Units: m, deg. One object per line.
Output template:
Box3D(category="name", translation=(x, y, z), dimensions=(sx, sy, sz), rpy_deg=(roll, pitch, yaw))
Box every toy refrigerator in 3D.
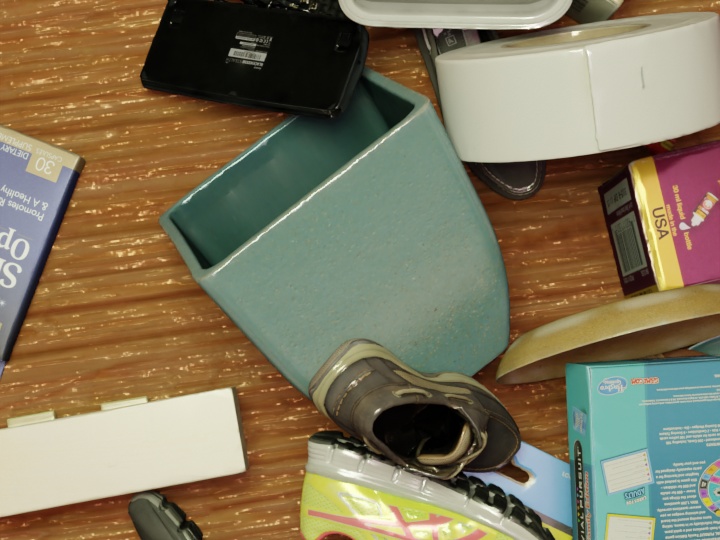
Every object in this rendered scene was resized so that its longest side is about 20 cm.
Box3D(category="toy refrigerator", translation=(-0.187, 0.132, 1.204), dimensions=(0.197, 0.076, 0.071), rpy_deg=(-11, 87, -2))

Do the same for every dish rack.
Box3D(category="dish rack", translation=(0.075, -0.265, 1.162), dimensions=(0.169, 0.044, 0.202), rpy_deg=(3, 58, 13))

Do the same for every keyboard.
Box3D(category="keyboard", translation=(-0.071, -0.166, 1.207), dimensions=(0.198, 0.040, 0.105), rpy_deg=(14, 79, 34))

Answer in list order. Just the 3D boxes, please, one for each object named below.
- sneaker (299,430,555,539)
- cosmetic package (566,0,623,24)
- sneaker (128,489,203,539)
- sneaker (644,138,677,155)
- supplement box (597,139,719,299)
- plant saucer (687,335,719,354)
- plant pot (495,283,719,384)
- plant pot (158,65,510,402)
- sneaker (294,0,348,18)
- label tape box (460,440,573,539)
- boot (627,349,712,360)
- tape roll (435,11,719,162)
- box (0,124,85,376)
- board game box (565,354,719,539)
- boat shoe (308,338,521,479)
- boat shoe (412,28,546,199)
Box3D(category="sneaker", translation=(0.046, 0.187, 1.152), dimensions=(0.198, 0.078, 0.091), rpy_deg=(20, 94, 6))
Box3D(category="cosmetic package", translation=(0.211, -0.293, 1.229), dimensions=(0.073, 0.104, 0.201), rpy_deg=(32, 87, 0))
Box3D(category="sneaker", translation=(-0.126, 0.259, 1.199), dimensions=(0.079, 0.075, 0.201), rpy_deg=(-31, 88, -1))
Box3D(category="sneaker", translation=(0.238, -0.131, 1.241), dimensions=(0.197, 0.077, 0.086), rpy_deg=(-11, 92, 8))
Box3D(category="supplement box", translation=(0.293, -0.047, 1.202), dimensions=(0.197, 0.131, 0.105), rpy_deg=(-13, 85, -4))
Box3D(category="plant saucer", translation=(0.301, 0.148, 1.243), dimensions=(0.197, 0.027, 0.203), rpy_deg=(0, 86, -1))
Box3D(category="plant pot", translation=(0.191, 0.044, 1.161), dimensions=(0.197, 0.200, 0.028), rpy_deg=(-13, 80, -3))
Box3D(category="plant pot", translation=(0.000, 0.000, 1.163), dimensions=(0.196, 0.196, 0.201), rpy_deg=(-37, 110, -4))
Box3D(category="sneaker", translation=(0.021, -0.268, 1.248), dimensions=(0.198, 0.070, 0.091), rpy_deg=(-27, 59, 5))
Box3D(category="label tape box", translation=(0.072, 0.217, 1.213), dimensions=(0.143, 0.063, 0.202), rpy_deg=(25, 85, 1))
Box3D(category="boot", translation=(0.253, 0.160, 1.200), dimensions=(0.153, 0.077, 0.203), rpy_deg=(-1, 80, -6))
Box3D(category="tape roll", translation=(0.153, -0.129, 1.112), dimensions=(0.200, 0.203, 0.072), rpy_deg=(-9, 101, -2))
Box3D(category="box", translation=(-0.303, -0.014, 1.231), dimensions=(0.120, 0.032, 0.202), rpy_deg=(20, 87, -1))
Box3D(category="board game box", translation=(0.225, 0.163, 1.134), dimensions=(0.149, 0.047, 0.203), rpy_deg=(-2, 90, -13))
Box3D(category="boat shoe", translation=(0.047, 0.111, 1.095), dimensions=(0.075, 0.199, 0.073), rpy_deg=(-54, 46, 15))
Box3D(category="boat shoe", translation=(0.086, -0.141, 1.220), dimensions=(0.066, 0.057, 0.202), rpy_deg=(-24, 101, 5))
